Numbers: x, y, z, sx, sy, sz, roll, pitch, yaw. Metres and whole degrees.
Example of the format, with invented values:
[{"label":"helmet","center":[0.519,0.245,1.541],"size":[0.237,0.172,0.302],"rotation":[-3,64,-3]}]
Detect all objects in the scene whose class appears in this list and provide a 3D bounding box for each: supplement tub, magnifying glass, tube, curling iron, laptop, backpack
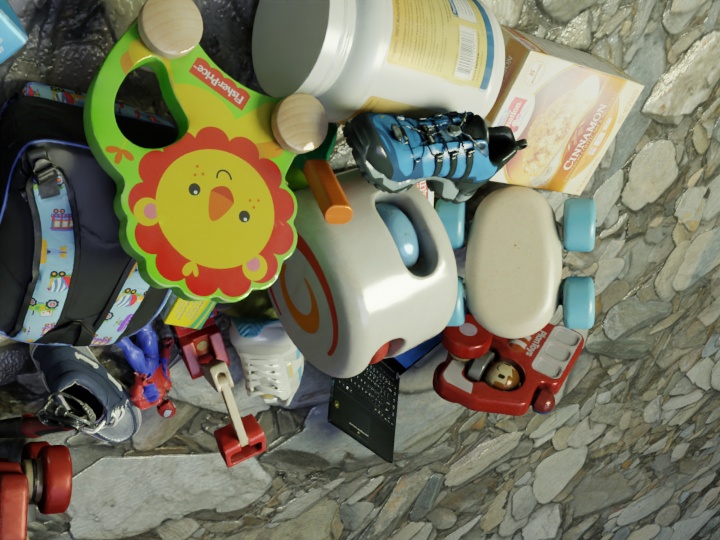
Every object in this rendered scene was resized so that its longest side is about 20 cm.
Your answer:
[{"label":"supplement tub","center":[0.017,-0.200,0.764],"size":[0.199,0.145,0.145],"rotation":[5,123,-38]},{"label":"magnifying glass","center":[-0.046,-0.103,0.764],"size":[0.079,0.200,0.023],"rotation":[0,124,-21]},{"label":"tube","center":[-0.086,0.044,0.982],"size":[0.058,0.052,0.200],"rotation":[-10,159,36]},{"label":"curling iron","center":[-0.333,0.148,0.834],"size":[0.199,0.026,0.050],"rotation":[-14,131,37]},{"label":"laptop","center":[0.051,0.130,1.109],"size":[0.103,0.201,0.177],"rotation":[-10,147,28]},{"label":"backpack","center":[-0.241,-0.037,0.732],"size":[0.182,0.135,0.201],"rotation":[5,122,-39]}]

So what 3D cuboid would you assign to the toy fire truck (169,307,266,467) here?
[{"label":"toy fire truck","center":[-0.161,0.102,0.907],"size":[0.049,0.141,0.201],"rotation":[-22,136,-17]}]

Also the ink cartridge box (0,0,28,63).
[{"label":"ink cartridge box","center":[-0.350,-0.195,0.553],"size":[0.145,0.084,0.200],"rotation":[-38,139,0]}]

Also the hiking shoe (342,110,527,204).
[{"label":"hiking shoe","center":[0.063,-0.113,0.725],"size":[0.087,0.075,0.199],"rotation":[-34,161,30]}]

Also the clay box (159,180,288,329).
[{"label":"clay box","center":[-0.142,-0.058,0.799],"size":[0.047,0.115,0.200],"rotation":[16,116,-43]}]

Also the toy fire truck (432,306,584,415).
[{"label":"toy fire truck","center":[0.198,0.119,1.133],"size":[0.200,0.167,0.113],"rotation":[-46,151,-44]}]

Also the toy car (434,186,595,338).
[{"label":"toy car","center":[0.195,-0.011,1.050],"size":[0.200,0.183,0.178],"rotation":[-5,96,-77]}]

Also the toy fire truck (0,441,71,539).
[{"label":"toy fire truck","center":[-0.363,0.263,0.845],"size":[0.111,0.200,0.169],"rotation":[2,82,-31]}]

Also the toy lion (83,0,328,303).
[{"label":"toy lion","center":[-0.128,-0.081,0.655],"size":[0.200,0.069,0.192],"rotation":[36,71,-22]}]

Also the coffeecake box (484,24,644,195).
[{"label":"coffeecake box","center":[0.207,-0.179,0.972],"size":[0.199,0.073,0.154],"rotation":[4,125,-37]}]

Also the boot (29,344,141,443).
[{"label":"boot","center":[-0.285,0.149,0.898],"size":[0.073,0.090,0.201],"rotation":[-31,138,-8]}]

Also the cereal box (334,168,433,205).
[{"label":"cereal box","center":[-0.006,-0.040,0.937],"size":[0.199,0.039,0.145],"rotation":[-18,122,-30]}]

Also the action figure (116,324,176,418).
[{"label":"action figure","center":[-0.233,0.096,0.912],"size":[0.201,0.051,0.066],"rotation":[85,25,-45]}]

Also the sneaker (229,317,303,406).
[{"label":"sneaker","center":[-0.099,0.100,0.938],"size":[0.076,0.081,0.200],"rotation":[3,162,8]}]

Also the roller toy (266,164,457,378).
[{"label":"roller toy","center":[0.000,0.000,0.811],"size":[0.139,0.182,0.201],"rotation":[-22,125,-27]}]
